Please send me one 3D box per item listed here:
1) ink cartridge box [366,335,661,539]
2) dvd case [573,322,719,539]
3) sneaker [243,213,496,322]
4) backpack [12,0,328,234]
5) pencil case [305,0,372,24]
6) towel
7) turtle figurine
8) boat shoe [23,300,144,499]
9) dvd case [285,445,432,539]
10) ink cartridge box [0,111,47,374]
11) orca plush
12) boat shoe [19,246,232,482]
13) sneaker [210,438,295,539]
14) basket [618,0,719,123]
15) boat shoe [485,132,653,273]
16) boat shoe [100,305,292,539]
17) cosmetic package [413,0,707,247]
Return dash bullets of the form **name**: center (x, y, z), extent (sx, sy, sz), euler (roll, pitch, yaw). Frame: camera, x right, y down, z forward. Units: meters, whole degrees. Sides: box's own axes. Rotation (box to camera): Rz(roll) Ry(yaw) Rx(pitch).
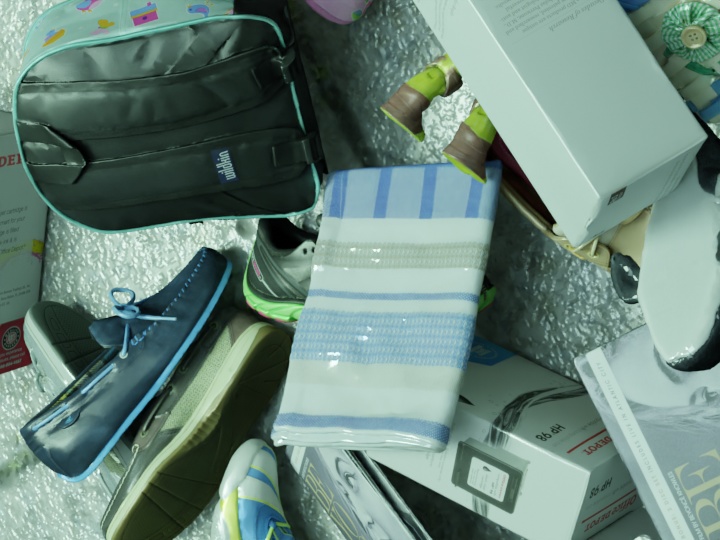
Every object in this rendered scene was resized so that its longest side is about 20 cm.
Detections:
- **ink cartridge box**: center (0.120, 0.120, 1.489), extent (0.200, 0.116, 0.067), euler (25, 114, 26)
- **dvd case**: center (0.254, 0.079, 1.413), extent (0.200, 0.016, 0.149), euler (-27, 84, 11)
- **sneaker**: center (0.000, 0.000, 1.570), extent (0.200, 0.077, 0.084), euler (8, 107, 30)
- **backpack**: center (-0.136, -0.120, 1.549), extent (0.199, 0.153, 0.176), euler (-14, 128, 1)
- **pencil case**: center (0.025, -0.256, 1.505), extent (0.087, 0.087, 0.200), euler (52, 122, 14)
- **towel**: center (0.016, 0.023, 1.480), extent (0.147, 0.024, 0.201), euler (0, 71, 41)
- **turtle figurine**: center (0.099, -0.139, 1.442), extent (0.200, 0.064, 0.161), euler (35, 89, 3)
- **boat shoe**: center (-0.198, 0.114, 1.722), extent (0.065, 0.074, 0.202), euler (-41, 83, 27)
- **dvd case**: center (0.015, 0.182, 1.569), extent (0.200, 0.016, 0.149), euler (53, 163, 14)
- **ink cartridge box**: center (-0.315, -0.017, 1.727), extent (0.085, 0.147, 0.201), euler (14, 105, 29)
- **orca plush**: center (0.211, -0.019, 1.406), extent (0.105, 0.071, 0.200), euler (-39, 43, 26)
- **boat shoe**: center (-0.171, 0.059, 1.642), extent (0.069, 0.084, 0.200), euler (37, 79, -7)
- **sneaker**: center (-0.055, 0.225, 1.661), extent (0.105, 0.076, 0.201), euler (9, 104, 13)
- **basket**: center (0.217, -0.207, 1.355), extent (0.176, 0.139, 0.200), euler (-33, 89, 32)
- **boat shoe**: center (0.148, -0.039, 1.471), extent (0.200, 0.069, 0.074), euler (37, 116, 22)
- **boat shoe**: center (-0.128, 0.116, 1.655), extent (0.066, 0.072, 0.201), euler (34, 89, 38)
- **cosmetic package**: center (0.113, -0.125, 1.348), extent (0.081, 0.113, 0.200), euler (-32, 81, -10)
